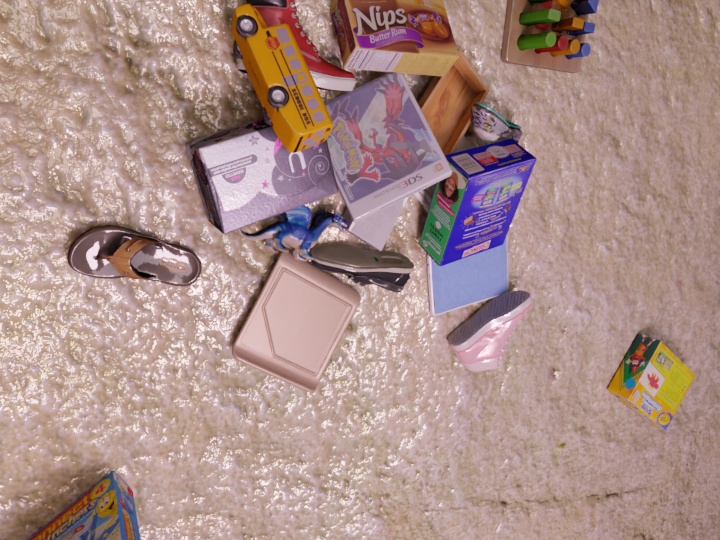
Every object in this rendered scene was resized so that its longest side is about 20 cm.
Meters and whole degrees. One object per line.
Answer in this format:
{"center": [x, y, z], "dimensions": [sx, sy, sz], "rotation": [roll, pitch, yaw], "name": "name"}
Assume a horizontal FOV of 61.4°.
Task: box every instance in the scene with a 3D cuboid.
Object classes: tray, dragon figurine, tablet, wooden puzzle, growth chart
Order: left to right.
{"center": [-0.115, -0.076, 1.004], "dimensions": [0.196, 0.058, 0.102], "rotation": [14, 78, -31], "name": "dragon figurine"}
{"center": [-0.112, 0.091, 1.074], "dimensions": [0.183, 0.037, 0.204], "rotation": [29, 84, -30], "name": "wooden puzzle"}
{"center": [0.150, -0.283, 1.078], "dimensions": [0.098, 0.037, 0.203], "rotation": [43, 65, -26], "name": "tray"}
{"center": [0.192, -0.175, 1.170], "dimensions": [0.200, 0.018, 0.146], "rotation": [-45, 119, -11], "name": "growth chart"}
{"center": [0.222, 0.006, 1.235], "dimensions": [0.195, 0.014, 0.134], "rotation": [-14, 109, -25], "name": "tablet"}

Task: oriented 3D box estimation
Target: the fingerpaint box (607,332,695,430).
{"center": [0.741, 0.284, 1.545], "dimensions": [0.198, 0.073, 0.169], "rotation": [34, 86, -30], "name": "fingerpaint box"}

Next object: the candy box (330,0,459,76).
{"center": [0.056, -0.389, 0.994], "dimensions": [0.195, 0.056, 0.120], "rotation": [-4, 72, -27], "name": "candy box"}

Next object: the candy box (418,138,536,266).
{"center": [0.210, -0.122, 1.106], "dimensions": [0.166, 0.077, 0.203], "rotation": [-18, 139, -29], "name": "candy box"}

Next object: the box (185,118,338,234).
{"center": [-0.151, -0.159, 0.939], "dimensions": [0.196, 0.114, 0.136], "rotation": [-22, 113, -21], "name": "box"}

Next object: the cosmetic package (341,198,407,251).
{"center": [0.043, -0.147, 1.080], "dimensions": [0.082, 0.050, 0.204], "rotation": [29, 88, -32], "name": "cosmetic package"}

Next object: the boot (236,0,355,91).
{"center": [-0.088, -0.365, 0.947], "dimensions": [0.195, 0.072, 0.149], "rotation": [8, 98, -25], "name": "boot"}

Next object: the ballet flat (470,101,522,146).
{"center": [0.246, -0.252, 1.116], "dimensions": [0.199, 0.071, 0.074], "rotation": [-1, 106, -59], "name": "ballet flat"}

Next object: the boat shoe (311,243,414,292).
{"center": [0.000, 0.000, 1.088], "dimensions": [0.195, 0.073, 0.069], "rotation": [9, 125, -24], "name": "boat shoe"}

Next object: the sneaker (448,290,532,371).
{"center": [0.282, 0.132, 1.261], "dimensions": [0.198, 0.075, 0.106], "rotation": [-35, 114, -4], "name": "sneaker"}

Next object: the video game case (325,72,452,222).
{"center": [0.028, -0.206, 0.990], "dimensions": [0.179, 0.023, 0.204], "rotation": [-25, 78, -4], "name": "video game case"}

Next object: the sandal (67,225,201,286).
{"center": [-0.333, -0.013, 0.916], "dimensions": [0.196, 0.054, 0.084], "rotation": [16, 95, -30], "name": "sandal"}

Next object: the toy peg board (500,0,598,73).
{"center": [0.381, -0.490, 1.142], "dimensions": [0.194, 0.097, 0.206], "rotation": [-2, 104, -27], "name": "toy peg board"}

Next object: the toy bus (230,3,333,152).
{"center": [-0.115, -0.275, 0.861], "dimensions": [0.077, 0.065, 0.204], "rotation": [-23, 86, -20], "name": "toy bus"}

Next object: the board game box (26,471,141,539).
{"center": [-0.427, 0.432, 0.902], "dimensions": [0.199, 0.195, 0.057], "rotation": [-38, 117, -14], "name": "board game box"}
